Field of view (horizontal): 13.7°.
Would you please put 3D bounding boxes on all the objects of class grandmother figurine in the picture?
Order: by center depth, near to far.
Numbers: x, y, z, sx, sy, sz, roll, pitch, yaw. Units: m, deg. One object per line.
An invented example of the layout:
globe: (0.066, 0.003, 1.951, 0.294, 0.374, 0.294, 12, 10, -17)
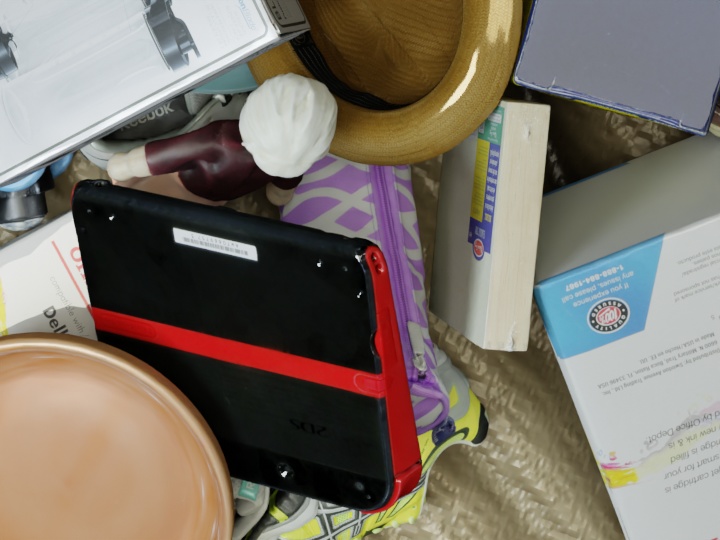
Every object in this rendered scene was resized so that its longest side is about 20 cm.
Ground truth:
grandmother figurine: (-0.082, -0.058, 1.649, 0.121, 0.200, 0.061, -8, 78, -39)

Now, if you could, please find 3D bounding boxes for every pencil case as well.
pencil case: (0.000, 0.000, 1.695, 0.083, 0.086, 0.201, 3, 62, -28)

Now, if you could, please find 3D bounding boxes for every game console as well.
game console: (-0.062, 0.041, 1.628, 0.199, 0.031, 0.178, 12, 126, 29)

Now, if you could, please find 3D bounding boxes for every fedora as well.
fedora: (0.022, -0.156, 1.644, 0.200, 0.082, 0.202, 4, 96, 35)

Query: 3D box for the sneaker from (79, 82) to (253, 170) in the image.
sneaker: (-0.075, -0.114, 1.727, 0.199, 0.089, 0.074, -32, 92, 2)

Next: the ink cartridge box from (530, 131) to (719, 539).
ink cartridge box: (0.187, 0.049, 1.681, 0.146, 0.146, 0.201, -20, 108, 3)

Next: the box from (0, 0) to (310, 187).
box: (-0.141, -0.136, 1.630, 0.199, 0.060, 0.117, -27, 89, 18)

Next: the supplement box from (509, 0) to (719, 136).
supplement box: (0.144, -0.142, 1.660, 0.108, 0.200, 0.110, 15, 95, -1)

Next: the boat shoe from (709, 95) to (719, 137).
boat shoe: (0.234, -0.170, 1.684, 0.072, 0.072, 0.201, 15, 70, 30)

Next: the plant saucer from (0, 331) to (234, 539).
plant saucer: (-0.165, 0.121, 1.673, 0.199, 0.038, 0.201, 4, 116, 9)

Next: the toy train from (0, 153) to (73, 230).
toy train: (-0.235, -0.119, 1.734, 0.113, 0.087, 0.201, -8, 96, 11)

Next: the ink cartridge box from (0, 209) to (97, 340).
ink cartridge box: (-0.183, 0.038, 1.750, 0.199, 0.067, 0.118, -29, 93, 4)

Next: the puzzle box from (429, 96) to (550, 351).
puzzle box: (0.070, -0.031, 1.672, 0.025, 0.200, 0.134, 5, 95, -8)

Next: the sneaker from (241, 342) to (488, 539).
sneaker: (-0.006, 0.133, 1.751, 0.076, 0.075, 0.200, 41, 100, -10)

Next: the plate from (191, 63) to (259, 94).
plate: (-0.089, -0.197, 1.704, 0.199, 0.026, 0.202, 5, 69, -12)

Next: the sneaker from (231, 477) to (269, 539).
sneaker: (-0.065, 0.102, 1.729, 0.075, 0.088, 0.201, 25, 97, -17)
